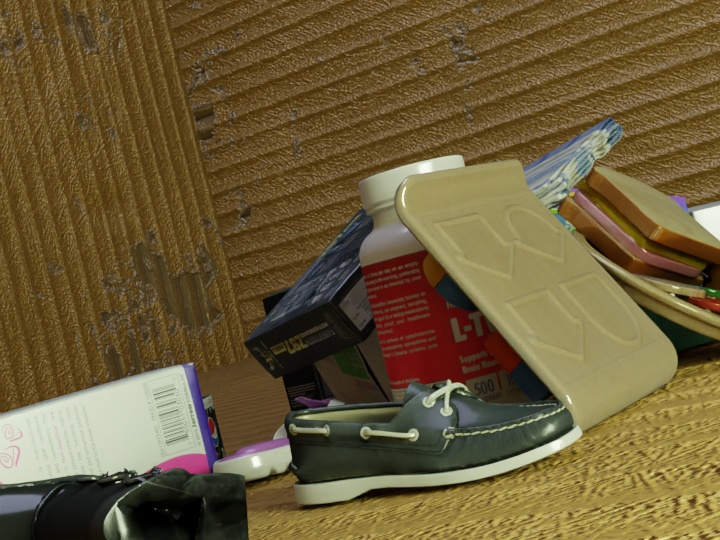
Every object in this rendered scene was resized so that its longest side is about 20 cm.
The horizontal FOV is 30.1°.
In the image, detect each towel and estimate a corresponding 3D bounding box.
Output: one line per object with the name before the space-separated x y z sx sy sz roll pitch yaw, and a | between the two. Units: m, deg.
towel | 0.156 -0.074 1.218 0.146 0.024 0.200 -29 7 33

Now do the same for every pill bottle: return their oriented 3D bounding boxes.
pill bottle | 0.062 0.020 1.022 0.111 0.203 0.112 -14 0 0

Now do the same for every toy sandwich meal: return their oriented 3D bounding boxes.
toy sandwich meal | 0.256 -0.011 1.070 0.203 0.071 0.205 22 14 -6

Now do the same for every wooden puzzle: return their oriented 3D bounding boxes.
wooden puzzle | 0.119 0.017 0.930 0.046 0.201 0.184 -46 -17 31

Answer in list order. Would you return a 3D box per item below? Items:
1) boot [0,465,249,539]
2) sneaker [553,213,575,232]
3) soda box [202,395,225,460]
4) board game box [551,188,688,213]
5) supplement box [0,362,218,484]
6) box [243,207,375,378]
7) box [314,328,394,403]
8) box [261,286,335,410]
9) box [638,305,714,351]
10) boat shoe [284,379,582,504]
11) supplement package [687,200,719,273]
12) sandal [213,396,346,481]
boot | -0.179 0.159 0.798 0.163 0.067 0.199 -16 5 -36
sneaker | 0.236 -0.006 1.279 0.197 0.106 0.076 18 -46 -21
soda box | -0.230 0.172 1.239 0.197 0.064 0.071 -14 0 5
board game box | 0.224 -0.014 1.367 0.196 0.136 0.045 4 34 1
supplement box | -0.227 0.150 1.063 0.198 0.103 0.103 -14 -1 -36
box | 0.000 0.000 1.200 0.200 0.051 0.157 -50 14 -34
box | 0.054 0.052 1.266 0.175 0.098 0.200 -33 9 -14
box | 0.008 0.071 1.453 0.198 0.143 0.078 -14 0 -34
box | 0.302 0.037 1.197 0.197 0.050 0.082 -15 0 -19
boat shoe | 0.036 0.098 0.815 0.197 0.061 0.075 -15 -1 25
supplement package | 0.391 -0.018 1.420 0.108 0.116 0.200 -13 -1 0
sandal | -0.040 0.127 1.087 0.082 0.051 0.202 -15 -1 36
